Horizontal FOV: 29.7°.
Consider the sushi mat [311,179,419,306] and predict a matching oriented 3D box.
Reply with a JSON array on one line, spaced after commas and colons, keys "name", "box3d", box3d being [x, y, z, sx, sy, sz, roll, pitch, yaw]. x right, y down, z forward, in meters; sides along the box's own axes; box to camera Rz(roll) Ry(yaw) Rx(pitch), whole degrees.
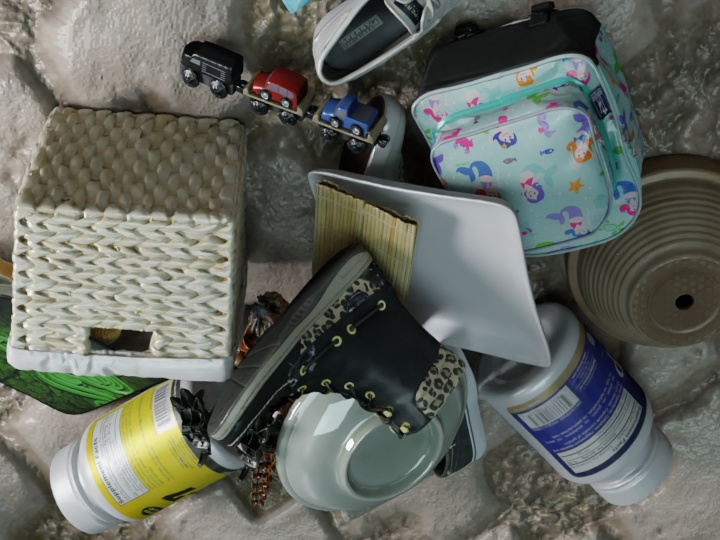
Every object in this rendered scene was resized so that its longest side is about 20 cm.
[{"name": "sushi mat", "box3d": [0.000, 0.000, 1.197, 0.095, 0.012, 0.201, 26, 146, 14]}]

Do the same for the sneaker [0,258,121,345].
[{"name": "sneaker", "box3d": [-0.327, 0.035, 1.304, 0.197, 0.076, 0.088, 18, 139, -9]}]

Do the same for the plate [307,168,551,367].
[{"name": "plate", "box3d": [0.066, -0.008, 1.171, 0.197, 0.032, 0.201, 13, 143, 30]}]

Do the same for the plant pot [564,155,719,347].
[{"name": "plant pot", "box3d": [0.293, 0.004, 1.262, 0.197, 0.093, 0.203, 0, 125, -1]}]

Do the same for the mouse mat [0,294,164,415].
[{"name": "mouse mat", "box3d": [-0.308, 0.086, 1.307, 0.160, 0.008, 0.199, -23, 140, 38]}]

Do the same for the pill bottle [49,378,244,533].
[{"name": "pill bottle", "box3d": [-0.209, 0.182, 1.362, 0.198, 0.115, 0.115, -29, 119, 23]}]

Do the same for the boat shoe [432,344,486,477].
[{"name": "boat shoe", "box3d": [0.077, 0.127, 1.328, 0.056, 0.068, 0.202, -36, 131, -20]}]

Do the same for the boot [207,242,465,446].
[{"name": "boot", "box3d": [-0.016, 0.099, 1.137, 0.154, 0.073, 0.204, 44, 73, -13]}]

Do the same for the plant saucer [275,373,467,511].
[{"name": "plant saucer", "box3d": [0.021, 0.155, 1.242, 0.198, 0.050, 0.202, -18, 132, -21]}]

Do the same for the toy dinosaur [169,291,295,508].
[{"name": "toy dinosaur", "box3d": [-0.090, 0.127, 1.263, 0.101, 0.135, 0.203, -10, 102, 32]}]

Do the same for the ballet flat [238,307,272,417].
[{"name": "ballet flat", "box3d": [-0.082, 0.124, 1.354, 0.072, 0.073, 0.201, -23, 121, 15]}]

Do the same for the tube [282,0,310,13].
[{"name": "tube", "box3d": [0.004, -0.284, 1.098, 0.198, 0.051, 0.078, -25, 116, 21]}]

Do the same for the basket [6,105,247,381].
[{"name": "basket", "box3d": [-0.196, -0.025, 1.177, 0.195, 0.201, 0.163, 4, 122, -3]}]

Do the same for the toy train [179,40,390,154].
[{"name": "toy train", "box3d": [-0.065, -0.151, 1.150, 0.198, 0.034, 0.046, 23, 139, 12]}]

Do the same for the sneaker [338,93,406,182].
[{"name": "sneaker", "box3d": [0.023, -0.072, 1.231, 0.083, 0.073, 0.202, 4, 131, -16]}]

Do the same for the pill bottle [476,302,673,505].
[{"name": "pill bottle", "box3d": [0.216, 0.138, 1.334, 0.119, 0.120, 0.200, -34, 118, 21]}]

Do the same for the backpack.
[{"name": "backpack", "box3d": [0.153, -0.102, 1.161, 0.175, 0.152, 0.201, -13, 133, 23]}]

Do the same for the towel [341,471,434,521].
[{"name": "towel", "box3d": [0.014, 0.150, 1.363, 0.131, 0.034, 0.202, -24, 124, -22]}]

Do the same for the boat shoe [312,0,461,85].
[{"name": "boat shoe", "box3d": [0.038, -0.225, 1.123, 0.199, 0.066, 0.072, -32, 118, 19]}]
